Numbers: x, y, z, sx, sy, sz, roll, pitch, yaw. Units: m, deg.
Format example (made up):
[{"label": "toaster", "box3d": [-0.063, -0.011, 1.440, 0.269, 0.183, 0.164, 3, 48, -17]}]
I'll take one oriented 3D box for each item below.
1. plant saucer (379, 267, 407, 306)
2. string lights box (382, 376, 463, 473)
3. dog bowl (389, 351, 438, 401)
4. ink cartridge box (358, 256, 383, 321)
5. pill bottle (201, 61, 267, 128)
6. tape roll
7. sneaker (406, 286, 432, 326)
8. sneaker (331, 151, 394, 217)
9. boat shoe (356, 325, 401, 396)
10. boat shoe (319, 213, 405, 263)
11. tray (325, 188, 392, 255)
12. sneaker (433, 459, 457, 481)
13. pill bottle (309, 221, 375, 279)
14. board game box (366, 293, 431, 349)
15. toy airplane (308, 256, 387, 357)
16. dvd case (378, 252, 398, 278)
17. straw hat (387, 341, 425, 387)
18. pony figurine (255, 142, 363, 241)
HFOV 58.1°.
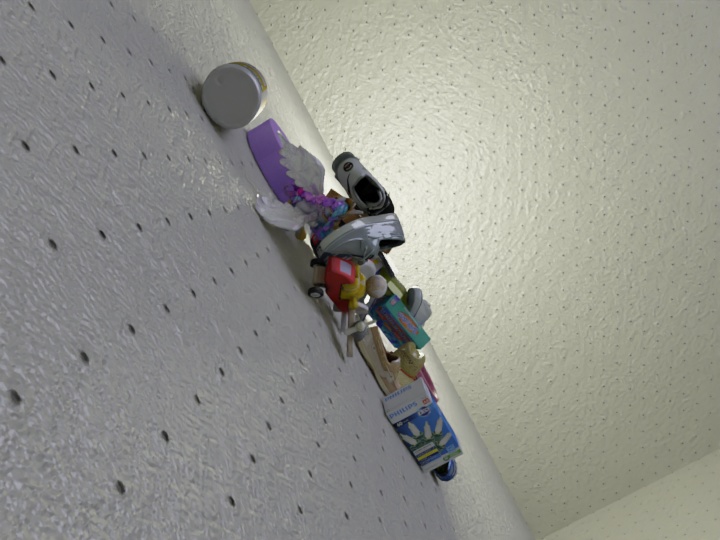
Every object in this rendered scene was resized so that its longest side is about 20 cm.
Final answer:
[{"label": "plant saucer", "box3d": [0.050, 0.030, 1.767, 0.200, 0.048, 0.200, 47, -16, 4]}, {"label": "string lights box", "box3d": [0.137, 0.342, 1.427, 0.202, 0.101, 0.059, 58, 8, -27]}, {"label": "dog bowl", "box3d": [0.153, 0.306, 1.824, 0.203, 0.073, 0.200, 61, 6, -11]}, {"label": "ink cartridge box", "box3d": [0.000, 0.000, 1.624, 0.203, 0.046, 0.198, 62, -25, 18]}, {"label": "pill bottle", "box3d": [-0.237, -0.343, 1.253, 0.114, 0.111, 0.201, 59, 7, -19]}, {"label": "tape roll", "box3d": [-0.182, -0.244, 1.490, 0.203, 0.065, 0.200, 60, 6, -11]}, {"label": "sneaker", "box3d": [0.156, 0.096, 1.723, 0.201, 0.069, 0.075, 96, -7, -68]}, {"label": "sneaker", "box3d": [0.019, -0.137, 1.244, 0.200, 0.074, 0.089, 40, 8, -50]}, {"label": "boat shoe", "box3d": [0.060, 0.216, 1.482, 0.202, 0.068, 0.074, 60, 7, -20]}, {"label": "boat shoe", "box3d": [0.013, -0.055, 1.222, 0.198, 0.070, 0.073, -18, 74, -41]}, {"label": "tray", "box3d": [-0.006, -0.106, 1.386, 0.098, 0.037, 0.200, 33, 10, -32]}, {"label": "sneaker", "box3d": [0.178, 0.410, 1.582, 0.203, 0.077, 0.089, 65, 5, 24]}, {"label": "pill bottle", "box3d": [-0.052, -0.057, 1.500, 0.203, 0.118, 0.120, 65, 8, 29]}, {"label": "board game box", "box3d": [0.093, 0.139, 1.736, 0.153, 0.045, 0.200, 51, -17, -6]}, {"label": "toy airplane", "box3d": [-0.011, 0.045, 1.295, 0.199, 0.138, 0.205, -55, 137, -68]}, {"label": "dvd case", "box3d": [0.050, -0.053, 1.615, 0.151, 0.016, 0.200, 61, 5, 0]}, {"label": "straw hat", "box3d": [0.118, 0.227, 1.626, 0.201, 0.085, 0.201, 46, 4, -5]}, {"label": "pony figurine", "box3d": [-0.098, -0.124, 1.249, 0.190, 0.169, 0.200, 25, -19, -6]}]
